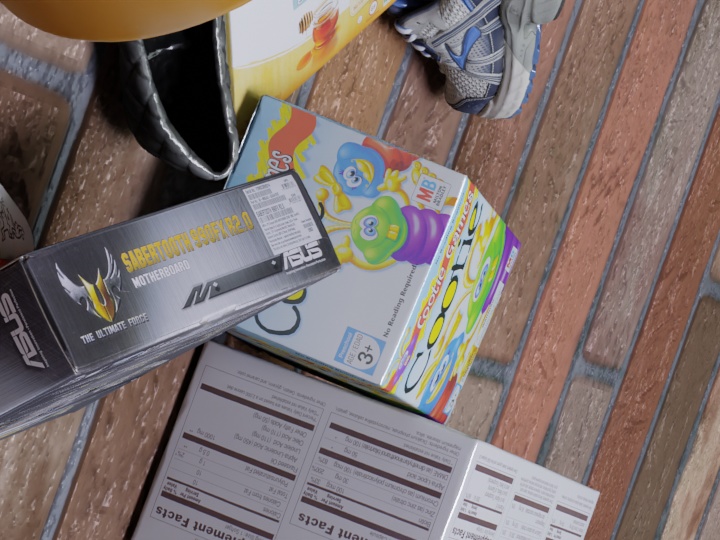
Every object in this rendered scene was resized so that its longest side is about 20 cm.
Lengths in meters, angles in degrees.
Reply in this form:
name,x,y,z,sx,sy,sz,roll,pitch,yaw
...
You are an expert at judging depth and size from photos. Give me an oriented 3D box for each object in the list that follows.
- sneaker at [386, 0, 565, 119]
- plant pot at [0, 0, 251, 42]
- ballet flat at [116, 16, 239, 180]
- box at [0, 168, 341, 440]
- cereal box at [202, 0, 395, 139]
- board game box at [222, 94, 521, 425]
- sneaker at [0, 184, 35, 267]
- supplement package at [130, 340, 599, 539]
name,x,y,z,sx,sy,sz,roll,pitch,yaw
sneaker,0.052,-0.140,1.472,0.200,0.085,0.077,104,-10,-66
plant pot,-0.095,-0.212,0.983,0.183,0.200,0.201,50,61,-44
ballet flat,-0.077,-0.124,1.210,0.066,0.057,0.200,-34,140,-24
box,-0.121,0.027,1.131,0.200,0.158,0.048,-21,85,-59
cereal box,-0.033,-0.178,1.291,0.144,0.039,0.201,-45,146,-40
board game box,0.000,0.000,1.367,0.200,0.103,0.105,37,76,-77
sneaker,-0.162,-0.064,1.073,0.201,0.067,0.108,25,88,-63
supplement package,0.006,0.125,1.458,0.200,0.155,0.111,29,80,-65
